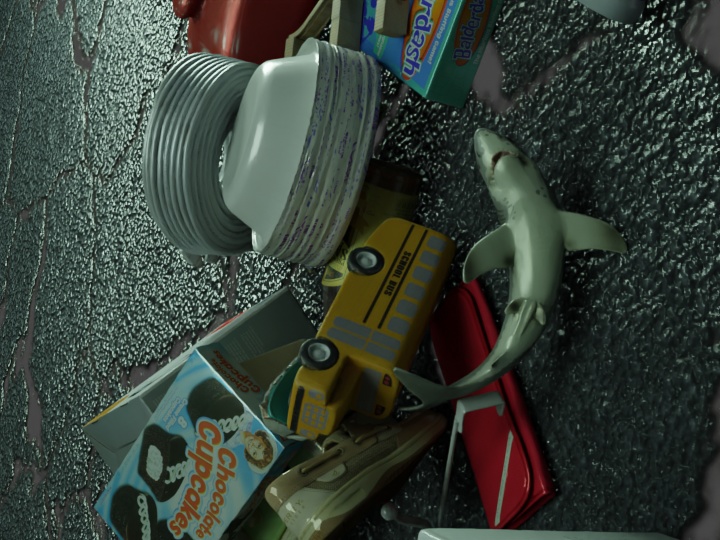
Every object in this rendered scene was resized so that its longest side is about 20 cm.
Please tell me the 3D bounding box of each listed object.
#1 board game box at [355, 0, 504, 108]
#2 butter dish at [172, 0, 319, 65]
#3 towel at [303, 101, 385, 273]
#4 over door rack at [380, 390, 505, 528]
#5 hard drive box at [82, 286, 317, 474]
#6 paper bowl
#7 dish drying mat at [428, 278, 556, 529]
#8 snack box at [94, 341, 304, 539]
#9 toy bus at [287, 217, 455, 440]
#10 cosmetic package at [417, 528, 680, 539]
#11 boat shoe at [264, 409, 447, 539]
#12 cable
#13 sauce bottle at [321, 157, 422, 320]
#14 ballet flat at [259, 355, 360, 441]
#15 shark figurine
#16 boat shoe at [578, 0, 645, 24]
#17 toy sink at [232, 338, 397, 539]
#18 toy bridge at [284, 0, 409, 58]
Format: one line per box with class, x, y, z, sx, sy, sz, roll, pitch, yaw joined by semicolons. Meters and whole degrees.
board game box;0.057;-0.254;1.033;0.200;0.045;0.153;47;122;52
butter dish;-0.133;-0.280;1.251;0.200;0.147;0.201;29;107;59
towel;-0.041;-0.114;1.179;0.144;0.023;0.201;53;126;51
over door rack;0.074;0.208;0.833;0.148;0.066;0.201;-117;35;-44
hard drive box;-0.153;0.116;1.132;0.077;0.200;0.156;56;142;-4
paper bowl;-0.061;-0.111;1.042;0.201;0.104;0.202;-165;90;-75
dish drying mat;0.096;0.102;0.897;0.077;0.018;0.201;-55;40;42
snack box;-0.140;0.173;0.973;0.116;0.037;0.200;44;117;19
toy bus;0.009;0.046;0.902;0.065;0.078;0.200;105;-171;-46
cosmetic package;0.142;0.239;0.614;0.165;0.199;0.166;6;87;59
boat shoe;0.003;0.144;0.881;0.064;0.200;0.071;40;119;15
cable;-0.140;-0.113;1.139;0.069;0.200;0.201;12;74;25
sauce bottle;0.000;0.000;1.040;0.066;0.066;0.201;32;108;57
ballet flat;-0.011;0.086;0.954;0.071;0.200;0.072;25;135;28
shark figurine;0.111;0.019;0.840;0.089;0.127;0.216;24;-95;-85
boat shoe;0.160;-0.258;0.836;0.067;0.073;0.201;-61;36;34
toy sink;-0.076;0.186;1.023;0.130;0.112;0.201;41;121;21
toy bridge;-0.013;-0.236;1.075;0.200;0.027;0.068;-5;78;59
